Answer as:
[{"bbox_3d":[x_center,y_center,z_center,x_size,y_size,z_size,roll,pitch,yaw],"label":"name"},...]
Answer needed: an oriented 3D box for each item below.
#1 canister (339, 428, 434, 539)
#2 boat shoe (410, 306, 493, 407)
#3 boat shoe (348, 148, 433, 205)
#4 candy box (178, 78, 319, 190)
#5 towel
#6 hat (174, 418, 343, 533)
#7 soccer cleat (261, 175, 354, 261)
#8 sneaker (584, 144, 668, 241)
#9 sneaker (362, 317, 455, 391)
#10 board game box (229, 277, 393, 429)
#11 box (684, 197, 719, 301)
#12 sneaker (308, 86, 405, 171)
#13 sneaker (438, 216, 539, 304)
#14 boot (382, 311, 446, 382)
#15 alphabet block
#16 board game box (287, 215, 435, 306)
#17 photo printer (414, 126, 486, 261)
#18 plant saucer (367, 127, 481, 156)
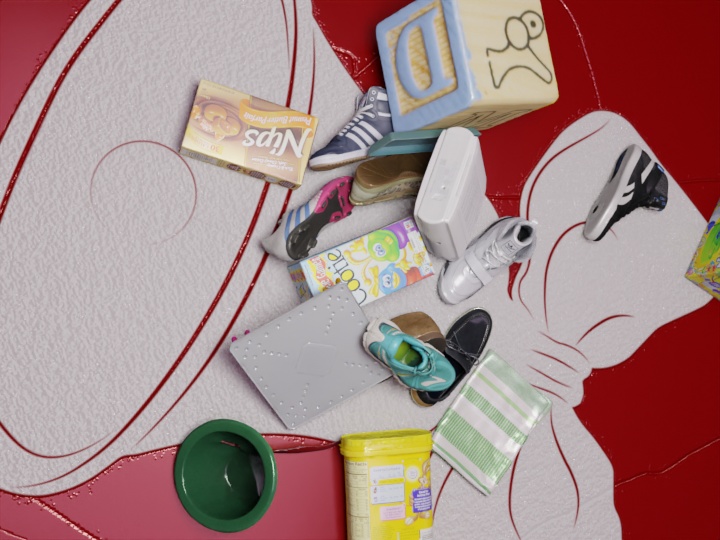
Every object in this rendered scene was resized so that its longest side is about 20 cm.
[{"bbox_3d":[0.045,0.362,1.433,0.148,0.087,0.201,-1,87,-17],"label":"canister"},{"bbox_3d":[0.160,0.145,1.496,0.075,0.062,0.200,43,75,-7],"label":"boat shoe"},{"bbox_3d":[0.063,-0.155,1.484,0.199,0.063,0.073,-14,57,-36],"label":"boat shoe"},{"bbox_3d":[-0.177,-0.215,1.430,0.199,0.055,0.116,17,81,-15],"label":"candy box"},{"bbox_3d":[0.221,0.260,1.524,0.152,0.023,0.200,40,77,-9],"label":"towel"},{"bbox_3d":[-0.164,0.318,1.412,0.199,0.176,0.167,13,88,21],"label":"hat"},{"bbox_3d":[-0.082,-0.091,1.443,0.200,0.086,0.070,-47,131,-35],"label":"soccer cleat"},{"bbox_3d":[0.489,-0.118,1.605,0.112,0.073,0.201,33,76,-10],"label":"sneaker"},{"bbox_3d":[0.083,0.143,1.376,0.200,0.079,0.078,32,84,-41],"label":"sneaker"},{"bbox_3d":[-0.070,0.130,1.376,0.199,0.026,0.200,-29,124,3],"label":"board game box"},{"bbox_3d":[0.721,-0.047,1.601,0.122,0.200,0.193,31,77,-12],"label":"box"},{"bbox_3d":[-0.009,-0.235,1.469,0.199,0.070,0.109,-21,96,-26],"label":"sneaker"},{"bbox_3d":[0.217,-0.023,1.497,0.200,0.115,0.075,-43,97,-15],"label":"sneaker"},{"bbox_3d":[0.036,0.130,1.469,0.199,0.074,0.076,-20,49,-5],"label":"boot"},{"bbox_3d":[0.169,-0.335,1.441,0.199,0.196,0.197,-9,89,-37],"label":"alphabet block"},{"bbox_3d":[0.000,0.000,1.439,0.199,0.105,0.104,-23,93,-16],"label":"board game box"},{"bbox_3d":[0.150,-0.114,1.451,0.069,0.200,0.167,15,76,18],"label":"photo printer"},{"bbox_3d":[0.105,-0.211,1.460,0.199,0.070,0.019,-11,81,-38],"label":"plant saucer"}]
